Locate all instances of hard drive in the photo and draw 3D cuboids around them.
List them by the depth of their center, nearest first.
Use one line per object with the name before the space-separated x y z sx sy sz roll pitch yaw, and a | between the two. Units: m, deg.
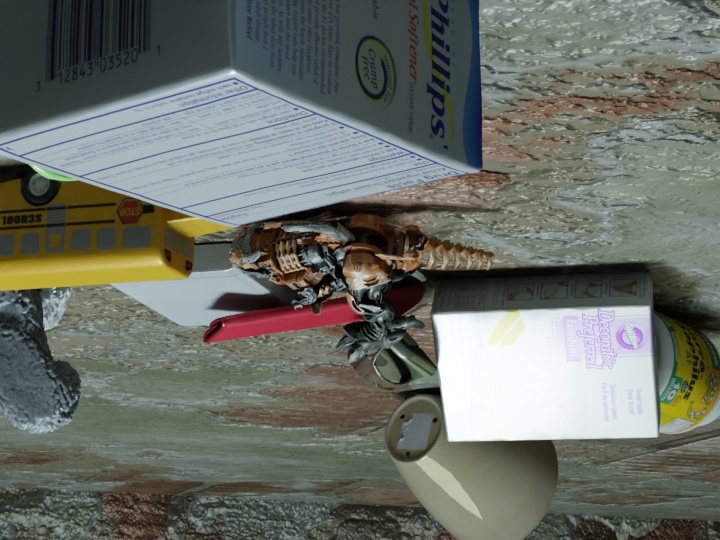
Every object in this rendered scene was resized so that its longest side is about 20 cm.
hard drive | -0.141 0.015 1.533 0.130 0.027 0.200 -3 166 15

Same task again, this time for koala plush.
koala plush | -0.328 0.045 1.459 0.175 0.186 0.200 -12 -173 3

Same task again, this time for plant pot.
plant pot | 0.126 0.240 2.179 0.186 0.189 0.200 -10 149 36

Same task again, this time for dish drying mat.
dish drying mat | -0.042 0.039 1.557 0.198 0.018 0.077 -8 169 -21

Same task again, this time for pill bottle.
pill bottle | 0.296 0.103 1.692 0.112 0.114 0.199 -8 163 33

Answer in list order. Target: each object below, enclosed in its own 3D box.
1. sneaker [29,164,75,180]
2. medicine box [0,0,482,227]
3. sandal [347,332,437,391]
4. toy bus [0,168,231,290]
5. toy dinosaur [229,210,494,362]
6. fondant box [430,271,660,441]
sneaker | -0.129 -0.094 1.022 0.199 0.077 0.084 7 148 -37
medicine box | -0.064 -0.104 0.877 0.181 0.104 0.199 -10 163 38
sandal | 0.020 0.085 1.569 0.057 0.080 0.201 -42 177 -13
toy bus | -0.185 -0.033 1.223 0.198 0.079 0.065 -4 166 17
toy dinosaur | 0.000 0.000 1.345 0.198 0.103 0.136 18 156 22
fondant box | 0.170 0.080 1.547 0.198 0.146 0.058 -3 -150 11
